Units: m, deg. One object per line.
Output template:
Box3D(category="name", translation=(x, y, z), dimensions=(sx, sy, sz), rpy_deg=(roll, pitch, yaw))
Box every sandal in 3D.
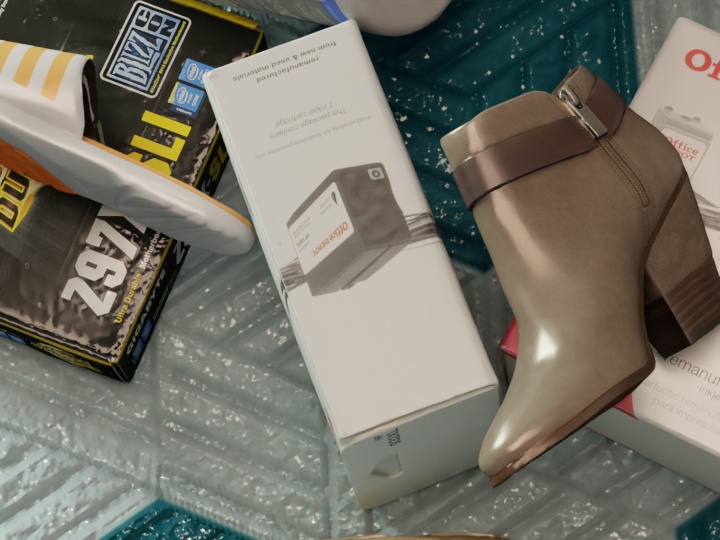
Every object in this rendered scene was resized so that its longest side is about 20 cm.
Box3D(category="sandal", translation=(-0.138, -0.072, 1.404), dimensions=(0.206, 0.079, 0.059), rpy_deg=(25, 75, 5))

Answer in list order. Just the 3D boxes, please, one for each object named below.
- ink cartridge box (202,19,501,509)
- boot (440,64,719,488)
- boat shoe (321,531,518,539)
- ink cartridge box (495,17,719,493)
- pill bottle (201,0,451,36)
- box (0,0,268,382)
Box3D(category="ink cartridge box", translation=(0.000, 0.000, 1.376), dimensions=(0.084, 0.145, 0.200), rpy_deg=(-20, 72, -2))
Box3D(category="boot", translation=(0.085, -0.005, 1.290), dimensions=(0.200, 0.070, 0.146), rpy_deg=(-34, 89, -43))
Box3D(category="boat shoe", translation=(0.054, 0.164, 1.361), dimensions=(0.200, 0.065, 0.071), rpy_deg=(-1, 72, 6))
Box3D(category="ink cartridge box", translation=(0.177, -0.006, 1.392), dimensions=(0.146, 0.083, 0.200), rpy_deg=(26, 77, 13))
Box3D(category="pill bottle", translation=(-0.049, -0.188, 1.415), dimensions=(0.200, 0.114, 0.114), rpy_deg=(15, 73, 38))
Box3D(category="box", translation=(-0.157, -0.060, 1.462), dimensions=(0.159, 0.049, 0.200), rpy_deg=(21, 76, 10))
